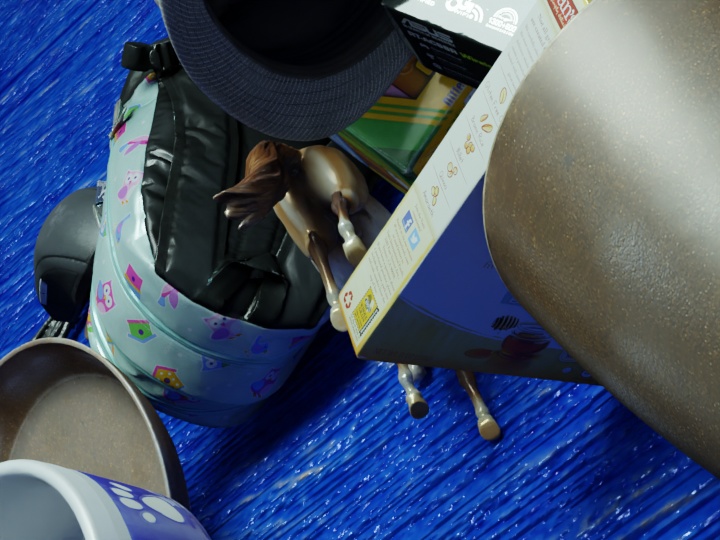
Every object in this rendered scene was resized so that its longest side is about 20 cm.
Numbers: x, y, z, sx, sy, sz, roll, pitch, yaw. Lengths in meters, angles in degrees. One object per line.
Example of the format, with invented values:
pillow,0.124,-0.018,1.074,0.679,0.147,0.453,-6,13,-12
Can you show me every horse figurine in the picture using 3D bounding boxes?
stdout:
horse figurine,0.000,0.000,1.166,0.050,0.200,0.133,-34,37,8

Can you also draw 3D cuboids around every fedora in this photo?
fedora,-0.040,-0.167,1.168,0.090,0.177,0.201,20,86,49

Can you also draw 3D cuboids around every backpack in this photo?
backpack,-0.070,-0.017,1.356,0.201,0.166,0.127,-84,15,-46

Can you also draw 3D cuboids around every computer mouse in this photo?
computer mouse,-0.193,0.015,1.559,0.141,0.046,0.200,-61,3,-12

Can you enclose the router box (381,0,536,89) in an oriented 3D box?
router box,0.131,-0.135,1.128,0.199,0.062,0.150,25,76,31

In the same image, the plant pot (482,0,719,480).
plant pot,0.167,0.010,0.886,0.187,0.187,0.200,-47,40,13

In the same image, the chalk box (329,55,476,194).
chalk box,-0.001,-0.135,1.282,0.200,0.125,0.124,36,89,22

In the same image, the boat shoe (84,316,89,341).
boat shoe,-0.090,-0.027,1.491,0.200,0.063,0.073,-51,18,13

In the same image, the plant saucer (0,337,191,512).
plant saucer,-0.148,0.135,1.317,0.200,0.034,0.201,0,90,48

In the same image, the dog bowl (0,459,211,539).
dog bowl,-0.148,0.196,1.204,0.200,0.079,0.201,-23,59,45

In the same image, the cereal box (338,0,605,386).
cereal box,0.097,-0.032,1.010,0.200,0.143,0.040,-56,39,39
